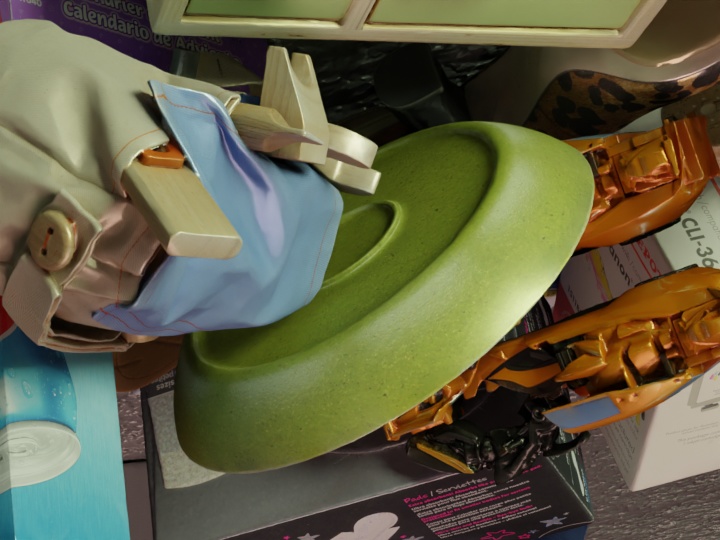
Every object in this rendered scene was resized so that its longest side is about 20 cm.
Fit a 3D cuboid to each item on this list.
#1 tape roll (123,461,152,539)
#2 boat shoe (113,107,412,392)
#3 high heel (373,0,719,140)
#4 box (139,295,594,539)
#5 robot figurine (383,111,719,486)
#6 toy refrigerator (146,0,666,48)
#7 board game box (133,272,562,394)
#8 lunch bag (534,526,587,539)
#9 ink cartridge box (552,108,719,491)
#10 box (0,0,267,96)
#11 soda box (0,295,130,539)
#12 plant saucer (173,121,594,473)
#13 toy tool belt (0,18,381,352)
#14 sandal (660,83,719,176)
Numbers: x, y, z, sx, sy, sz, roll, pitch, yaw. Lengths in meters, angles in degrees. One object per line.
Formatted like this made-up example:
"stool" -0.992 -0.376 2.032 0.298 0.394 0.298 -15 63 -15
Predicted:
"tape roll" -0.162 0.201 1.361 0.201 0.071 0.203 -8 155 -4
"boat shoe" -0.056 -0.023 0.893 0.200 0.065 0.072 -35 142 -19
"high heel" 0.117 -0.086 0.866 0.199 0.072 0.143 -14 161 16
"box" 0.000 0.076 0.981 0.199 0.133 0.115 -16 151 13
"robot figurine" 0.072 0.013 0.842 0.199 0.146 0.058 -23 176 31
"toy refrigerator" 0.022 -0.128 0.726 0.199 0.070 0.076 0 154 -21
"board game box" 0.001 0.015 1.059 0.199 0.041 0.200 4 152 -29
"lunch bag" 0.054 0.139 1.198 0.135 0.133 0.200 -19 -166 17
"ink cartridge box" 0.154 -0.001 0.945 0.067 0.117 0.201 -11 141 -15
"box" -0.151 -0.056 0.848 0.136 0.039 0.200 13 146 -42
"soda box" -0.139 0.024 0.737 0.064 0.201 0.068 -22 152 25
"plant saucer" 0.000 0.000 0.779 0.199 0.200 0.031 -24 115 27
"toy tool belt" -0.053 -0.023 0.710 0.122 0.126 0.200 17 -171 27
"sandal" 0.228 -0.110 0.842 0.211 0.078 0.070 -22 136 1
